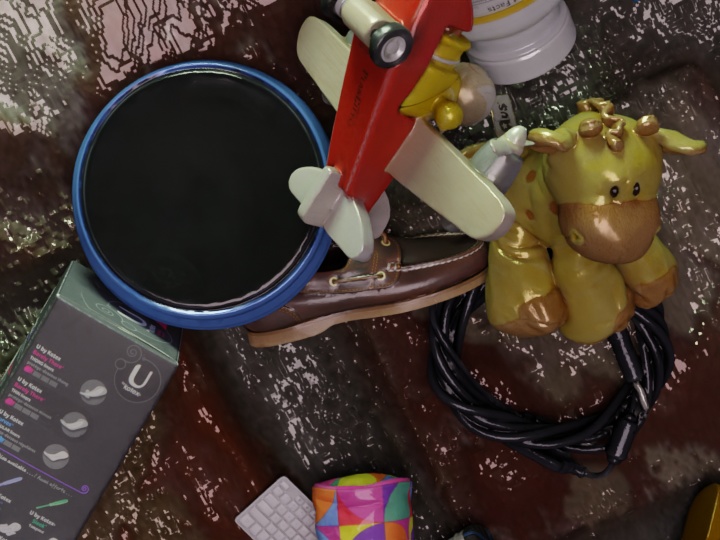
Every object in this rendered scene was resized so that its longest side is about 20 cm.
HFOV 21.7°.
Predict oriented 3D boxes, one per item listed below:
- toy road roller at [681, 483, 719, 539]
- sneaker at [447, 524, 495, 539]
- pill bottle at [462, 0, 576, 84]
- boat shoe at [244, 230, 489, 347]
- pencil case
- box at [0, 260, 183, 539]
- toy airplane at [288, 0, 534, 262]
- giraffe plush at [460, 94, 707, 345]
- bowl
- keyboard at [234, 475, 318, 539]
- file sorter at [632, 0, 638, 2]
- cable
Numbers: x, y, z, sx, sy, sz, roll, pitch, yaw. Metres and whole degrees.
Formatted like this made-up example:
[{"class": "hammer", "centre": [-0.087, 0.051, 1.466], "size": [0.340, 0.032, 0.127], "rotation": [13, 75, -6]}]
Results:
[{"class": "toy road roller", "centre": [0.288, 0.282, 1.493], "size": [0.122, 0.146, 0.201], "rotation": [26, 63, -9]}, {"class": "sneaker", "centre": [0.109, 0.300, 1.499], "size": [0.077, 0.076, 0.201], "rotation": [-28, 96, 13]}, {"class": "pill bottle", "centre": [0.083, -0.233, 1.312], "size": [0.112, 0.112, 0.201], "rotation": [-26, 127, 2]}, {"class": "boat shoe", "centre": [0.000, 0.000, 1.415], "size": [0.199, 0.070, 0.071], "rotation": [-15, 108, 0]}, {"class": "pencil case", "centre": [0.007, 0.257, 1.451], "size": [0.088, 0.088, 0.201], "rotation": [-3, 89, -3]}, {"class": "box", "centre": [-0.224, 0.112, 1.398], "size": [0.106, 0.122, 0.201], "rotation": [30, 100, -9]}, {"class": "toy airplane", "centre": [0.032, -0.104, 1.292], "size": [0.140, 0.199, 0.201], "rotation": [-10, 85, -33]}, {"class": "giraffe plush", "centre": [0.166, -0.055, 1.346], "size": [0.172, 0.162, 0.201], "rotation": [-30, 91, -22]}, {"class": "bowl", "centre": [-0.115, -0.058, 1.377], "size": [0.199, 0.039, 0.202], "rotation": [0, 84, 1]}, {"class": "keyboard", "centre": [-0.012, 0.249, 1.503], "size": [0.056, 0.011, 0.200], "rotation": [-43, 102, 6]}, {"class": "file sorter", "centre": [0.181, -0.319, 1.288], "size": [0.138, 0.123, 0.200], "rotation": [-36, 73, 4]}, {"class": "cable", "centre": [0.145, 0.063, 1.451], "size": [0.199, 0.051, 0.164], "rotation": [30, 99, -10]}]
